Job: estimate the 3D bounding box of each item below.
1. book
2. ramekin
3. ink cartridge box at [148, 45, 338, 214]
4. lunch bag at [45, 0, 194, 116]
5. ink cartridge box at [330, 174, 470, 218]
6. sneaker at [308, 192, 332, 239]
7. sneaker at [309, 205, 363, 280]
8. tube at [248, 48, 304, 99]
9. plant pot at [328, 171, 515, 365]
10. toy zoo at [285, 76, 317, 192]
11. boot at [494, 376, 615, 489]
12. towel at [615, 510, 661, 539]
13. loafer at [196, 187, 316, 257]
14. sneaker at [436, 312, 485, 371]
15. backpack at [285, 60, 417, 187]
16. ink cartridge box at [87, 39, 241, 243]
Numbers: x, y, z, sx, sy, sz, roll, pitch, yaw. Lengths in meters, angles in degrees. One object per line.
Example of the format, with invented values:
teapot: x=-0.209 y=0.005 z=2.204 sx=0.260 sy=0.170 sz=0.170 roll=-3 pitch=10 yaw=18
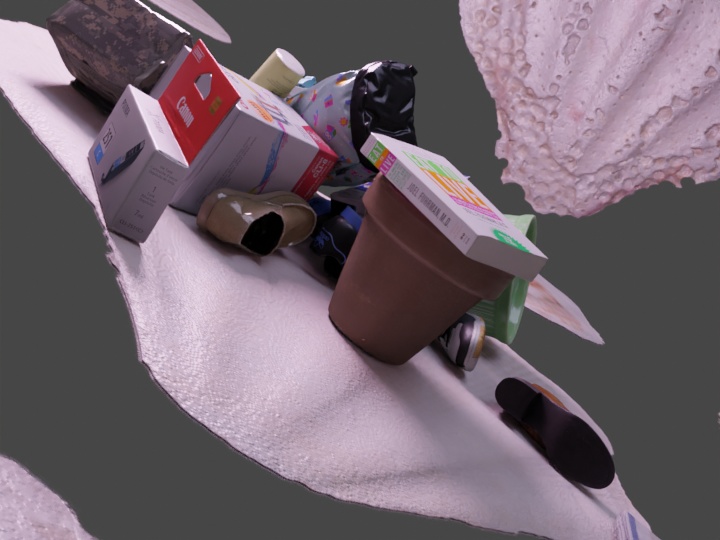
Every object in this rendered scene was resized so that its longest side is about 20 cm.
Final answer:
book: x=0.098 y=-0.069 z=1.133 sx=0.133 sy=0.048 sz=0.200 roll=17 pitch=24 yaw=-48
ramekin: x=0.203 y=0.006 z=1.605 sx=0.097 sy=0.202 sz=0.200 roll=12 pitch=6 yaw=16
ink cartridge box: x=-0.161 y=-0.152 z=1.288 sx=0.145 sy=0.145 sz=0.199 roll=48 pitch=17 yaw=31
lunch bag: x=-0.295 y=-0.254 z=1.351 sx=0.163 sy=0.118 sz=0.200 roll=36 pitch=-19 yaw=16
ink cartridge box: x=0.058 y=-0.103 z=1.455 sx=0.099 sy=0.040 sz=0.199 roll=17 pitch=28 yaw=39
sneaker: x=-0.013 y=-0.056 z=1.517 sx=0.111 sy=0.077 sz=0.199 roll=41 pitch=13 yaw=26
sneaker: x=0.000 y=0.000 z=1.388 sx=0.070 sy=0.078 sz=0.200 roll=45 pitch=-7 yaw=47
tube: x=-0.155 y=-0.211 z=1.418 sx=0.058 sy=0.200 sz=0.052 roll=46 pitch=22 yaw=-2
plant pot: x=0.055 y=0.010 z=1.224 sx=0.199 sy=0.175 sz=0.200 roll=34 pitch=13 yaw=-9
toy zoo: x=-0.093 y=-0.180 z=1.491 sx=0.020 sy=0.202 sz=0.131 roll=12 pitch=-5 yaw=35
boot: x=0.268 y=0.216 z=1.382 sx=0.187 sy=0.069 sz=0.200 roll=33 pitch=3 yaw=23
towel: x=0.367 y=0.356 z=1.169 sx=0.200 sy=0.024 sz=0.147 roll=40 pitch=10 yaw=6
loafer: x=-0.113 y=-0.050 z=1.239 sx=0.067 sy=0.076 sz=0.199 roll=43 pitch=23 yaw=25
sneaker: x=0.112 y=0.076 z=1.431 sx=0.087 sy=0.076 sz=0.200 roll=16 pitch=15 yaw=-13
backpack: x=-0.021 y=-0.188 z=1.398 sx=0.126 sy=0.169 sz=0.199 roll=15 pitch=-17 yaw=-38
ink cartridge box: x=-0.208 y=-0.147 z=1.068 sx=0.044 sy=0.177 sz=0.200 roll=28 pitch=14 yaw=-31
